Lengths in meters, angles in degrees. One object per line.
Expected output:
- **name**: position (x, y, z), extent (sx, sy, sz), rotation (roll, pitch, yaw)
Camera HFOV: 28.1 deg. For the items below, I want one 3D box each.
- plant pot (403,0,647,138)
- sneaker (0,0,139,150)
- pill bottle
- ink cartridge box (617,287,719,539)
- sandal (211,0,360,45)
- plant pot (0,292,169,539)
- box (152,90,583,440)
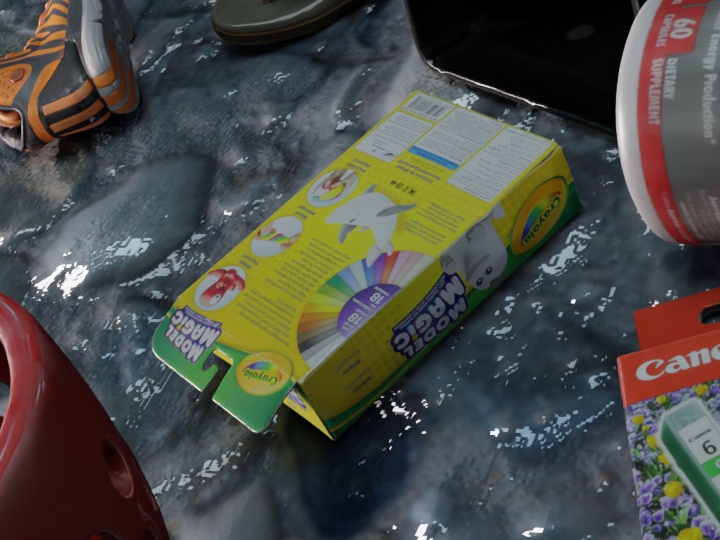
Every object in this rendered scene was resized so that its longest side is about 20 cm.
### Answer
- **plant pot**: position (0.134, -0.211, 0.752), extent (0.177, 0.200, 0.200), rotation (-33, 35, -21)
- **sneaker**: position (-0.223, -0.159, 1.015), extent (0.112, 0.078, 0.200), rotation (-24, 37, 7)
- **pill bottle**: position (0.216, -0.066, 0.579), extent (0.200, 0.114, 0.114), rotation (1, 47, 35)
- **ink cartridge box**: position (0.155, 0.056, 0.532), extent (0.109, 0.050, 0.200), rotation (-17, 39, 17)
- **sandal**: position (-0.010, -0.208, 0.946), extent (0.200, 0.055, 0.082), rotation (-16, 39, 18)
- **plant pot**: position (-0.160, 0.134, 0.547), extent (0.200, 0.183, 0.201), rotation (-18, 39, 16)
- **box**: position (0.000, 0.000, 0.708), extent (0.200, 0.048, 0.117), rotation (-40, 38, -17)
